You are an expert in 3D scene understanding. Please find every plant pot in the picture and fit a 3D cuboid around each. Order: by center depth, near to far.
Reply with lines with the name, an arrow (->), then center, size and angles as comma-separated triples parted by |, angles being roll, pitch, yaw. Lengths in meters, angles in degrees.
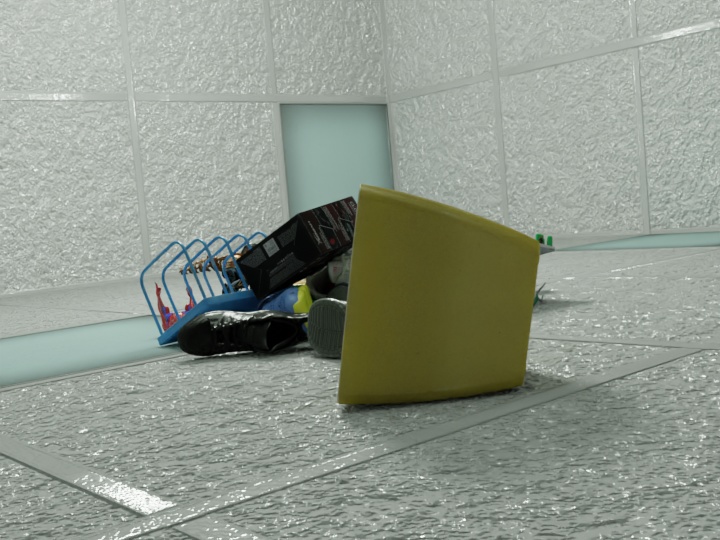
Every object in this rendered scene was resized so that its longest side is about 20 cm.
plant pot -> 0.082, 0.025, 0.928 | 0.172, 0.205, 0.200 | 6, 5, 5

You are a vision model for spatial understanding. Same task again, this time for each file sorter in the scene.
file sorter -> -0.236, 0.022, 1.499 | 0.138, 0.124, 0.198 | -36, -16, 35

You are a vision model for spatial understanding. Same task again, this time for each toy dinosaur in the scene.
toy dinosaur -> -0.223, 0.016, 1.678 | 0.196, 0.139, 0.102 | 6, -4, 9

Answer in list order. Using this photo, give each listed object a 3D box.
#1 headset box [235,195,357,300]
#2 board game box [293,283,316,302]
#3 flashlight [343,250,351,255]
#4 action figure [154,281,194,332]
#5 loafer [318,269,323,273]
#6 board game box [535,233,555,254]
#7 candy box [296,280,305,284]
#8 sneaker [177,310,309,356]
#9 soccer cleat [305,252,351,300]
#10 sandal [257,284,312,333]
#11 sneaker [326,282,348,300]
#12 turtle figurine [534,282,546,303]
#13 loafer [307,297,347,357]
headset box -> -0.081, -0.041, 1.480 | 0.148, 0.076, 0.199 | -33, -4, 29
board game box -> -0.032, 0.046, 1.627 | 0.196, 0.041, 0.153 | -6, -7, -15
flashlight -> 0.031, -0.005, 1.711 | 0.198, 0.068, 0.068 | 5, 38, -44
action figure -> -0.329, 0.060, 1.649 | 0.064, 0.101, 0.200 | -7, 7, -12
loafer -> -0.022, -0.009, 1.741 | 0.062, 0.073, 0.199 | 20, 29, 29
board game box -> 0.199, -0.047, 1.588 | 0.197, 0.026, 0.199 | 11, -14, -28
candy box -> -0.083, 0.043, 1.814 | 0.195, 0.057, 0.115 | -6, 5, -7
sneaker -> -0.147, 0.084, 1.266 | 0.196, 0.061, 0.104 | -7, 4, -20
soccer cleat -> 0.000, 0.000, 1.468 | 0.198, 0.071, 0.086 | -30, -36, 24
sandal -> -0.114, 0.067, 1.424 | 0.085, 0.081, 0.200 | -11, -3, -9
sneaker -> 0.047, 0.051, 1.426 | 0.144, 0.079, 0.201 | 3, -11, -38
turtle figurine -> 0.214, 0.017, 1.544 | 0.198, 0.103, 0.148 | -16, 10, -42
loafer -> 0.007, 0.077, 1.170 | 0.069, 0.077, 0.198 | 7, -1, -43
